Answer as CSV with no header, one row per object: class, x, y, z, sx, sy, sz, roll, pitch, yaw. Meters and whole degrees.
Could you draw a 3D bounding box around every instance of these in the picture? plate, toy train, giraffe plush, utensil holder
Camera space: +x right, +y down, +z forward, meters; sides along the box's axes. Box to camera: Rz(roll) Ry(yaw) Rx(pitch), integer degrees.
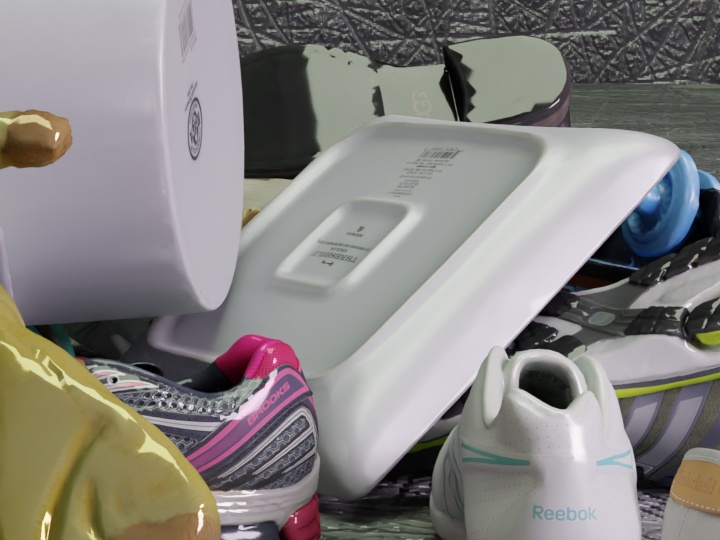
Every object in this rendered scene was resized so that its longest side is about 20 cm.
plate,0.000,0.000,1.144,0.200,0.032,0.199,-45,27,-23
toy train,0.107,0.006,1.212,0.086,0.115,0.200,16,-2,-30
giraffe plush,-0.121,0.065,0.741,0.172,0.201,0.162,-13,-26,-2
utensil holder,-0.156,-0.057,1.135,0.199,0.171,0.170,-2,8,8

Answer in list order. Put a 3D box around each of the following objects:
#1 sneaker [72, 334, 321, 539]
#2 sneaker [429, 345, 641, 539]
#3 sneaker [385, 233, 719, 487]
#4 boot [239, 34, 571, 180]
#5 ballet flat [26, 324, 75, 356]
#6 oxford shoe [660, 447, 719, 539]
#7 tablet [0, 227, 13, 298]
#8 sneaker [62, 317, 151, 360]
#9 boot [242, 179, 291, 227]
sneaker,-0.111,0.063,0.951,0.199,0.075,0.081,-4,9,-23
sneaker,0.062,0.062,0.957,0.070,0.081,0.200,-2,7,-4
sneaker,0.093,0.051,1.087,0.199,0.081,0.074,-15,30,21
boot,0.024,-0.030,1.353,0.199,0.069,0.174,-4,-33,8
ballet flat,-0.195,0.023,1.245,0.199,0.068,0.070,3,13,26
oxford shoe,0.180,0.076,0.938,0.199,0.058,0.075,-2,6,-31
tablet,-0.194,0.023,1.095,0.130,0.014,0.200,0,-23,-3
sneaker,-0.112,0.013,1.324,0.080,0.070,0.200,42,-2,5
boot,-0.062,-0.013,1.517,0.199,0.072,0.155,0,11,-5
